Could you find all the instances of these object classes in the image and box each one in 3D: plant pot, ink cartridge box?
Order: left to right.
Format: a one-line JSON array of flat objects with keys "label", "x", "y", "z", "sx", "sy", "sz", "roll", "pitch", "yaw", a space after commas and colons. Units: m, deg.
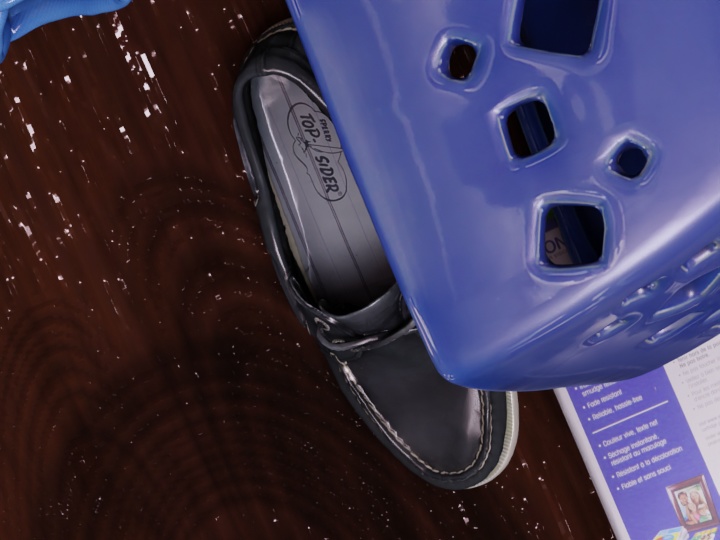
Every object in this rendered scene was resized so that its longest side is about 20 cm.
[{"label": "plant pot", "x": 0.103, "y": -0.083, "z": 0.931, "sx": 0.180, "sy": 0.200, "sz": 0.200, "roll": -26, "pitch": 78, "yaw": 21}, {"label": "ink cartridge box", "x": 0.136, "y": 0.061, "z": 1.048, "sx": 0.099, "sy": 0.039, "sz": 0.200, "roll": -23, "pitch": 83, "yaw": 10}]

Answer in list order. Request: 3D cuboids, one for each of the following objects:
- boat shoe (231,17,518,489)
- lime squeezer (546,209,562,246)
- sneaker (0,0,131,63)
[{"label": "boat shoe", "x": 0.002, "y": -0.001, "z": 1.042, "sx": 0.074, "sy": 0.066, "sz": 0.200, "roll": -16, "pitch": 98, "yaw": 18}, {"label": "lime squeezer", "x": 0.096, "y": -0.005, "z": 1.080, "sx": 0.200, "sy": 0.038, "sz": 0.071, "roll": -3, "pitch": 103, "yaw": -5}, {"label": "sneaker", "x": -0.169, "y": -0.132, "z": 0.991, "sx": 0.200, "sy": 0.076, "sz": 0.105, "roll": -1, "pitch": 73, "yaw": -6}]
